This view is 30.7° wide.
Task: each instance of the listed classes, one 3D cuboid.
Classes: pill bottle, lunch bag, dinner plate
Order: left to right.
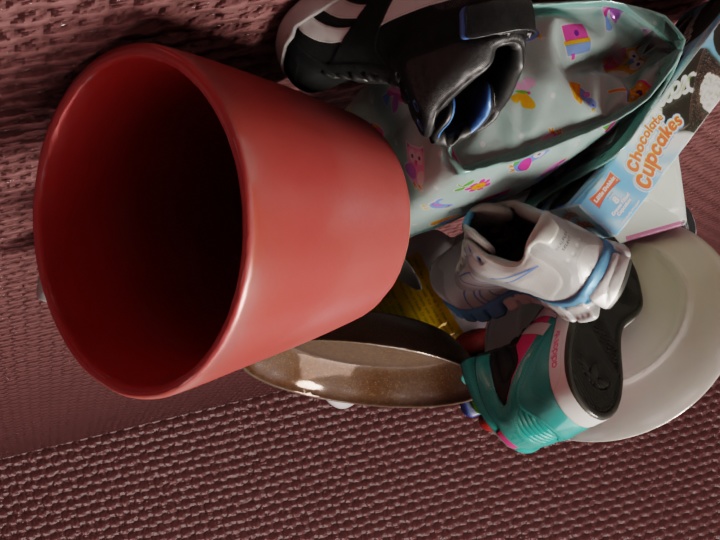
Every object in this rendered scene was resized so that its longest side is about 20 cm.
[{"bbox_3d":[0.042,0.033,1.157,0.198,0.105,0.104,-29,168,9],"label":"pill bottle"},{"bbox_3d":[0.104,-0.108,0.895,0.198,0.123,0.170,-17,172,-23],"label":"lunch bag"},{"bbox_3d":[0.185,0.036,0.994,0.198,0.202,0.024,-18,138,18],"label":"dinner plate"}]

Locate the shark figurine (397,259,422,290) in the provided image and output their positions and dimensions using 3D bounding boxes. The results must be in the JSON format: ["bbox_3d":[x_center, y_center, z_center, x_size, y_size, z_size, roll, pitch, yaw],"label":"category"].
[{"bbox_3d":[0.009,-0.013,1.009,0.128,0.089,0.215,-45,171,-6],"label":"shark figurine"}]

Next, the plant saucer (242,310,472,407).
[{"bbox_3d":[0.003,0.068,1.038,0.197,0.037,0.201,6,162,2],"label":"plant saucer"}]

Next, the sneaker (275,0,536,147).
[{"bbox_3d":[0.019,-0.114,0.744,0.072,0.113,0.199,-7,168,-34],"label":"sneaker"}]

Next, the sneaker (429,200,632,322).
[{"bbox_3d":[0.095,-0.016,0.895,0.086,0.076,0.199,34,162,-22],"label":"sneaker"}]

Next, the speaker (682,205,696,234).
[{"bbox_3d":[0.217,-0.058,1.199,0.080,0.082,0.200,-11,-157,-19],"label":"speaker"}]

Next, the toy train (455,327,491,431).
[{"bbox_3d":[0.182,0.069,1.088,0.198,0.086,0.116,-20,-174,-13],"label":"toy train"}]

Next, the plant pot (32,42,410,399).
[{"bbox_3d":[-0.075,-0.031,0.810,0.199,0.203,0.176,-22,169,38],"label":"plant pot"}]

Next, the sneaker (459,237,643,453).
[{"bbox_3d":[0.133,0.057,0.938,0.120,0.084,0.201,-34,-163,35],"label":"sneaker"}]

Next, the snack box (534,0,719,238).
[{"bbox_3d":[0.204,-0.107,0.918,0.201,0.037,0.116,-52,-174,-8],"label":"snack box"}]

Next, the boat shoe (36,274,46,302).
[{"bbox_3d":[-0.187,0.037,1.141,0.200,0.087,0.075,18,-168,-30],"label":"boat shoe"}]

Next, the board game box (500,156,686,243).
[{"bbox_3d":[0.167,-0.076,1.079,0.146,0.065,0.200,-15,-159,1],"label":"board game box"}]
